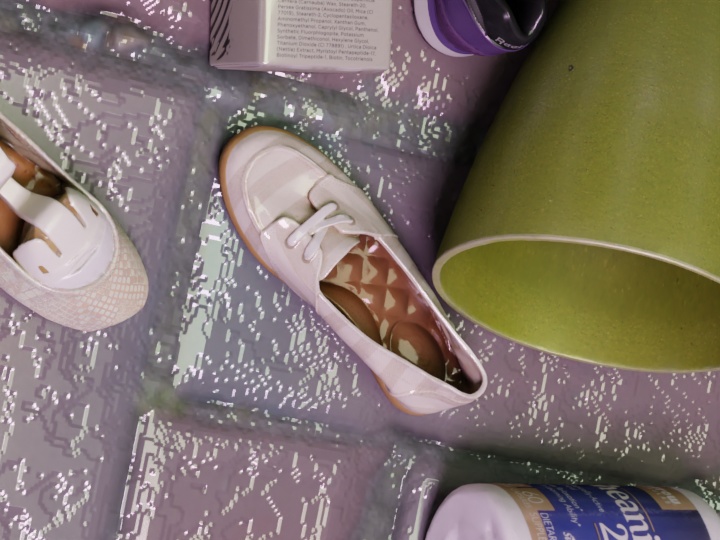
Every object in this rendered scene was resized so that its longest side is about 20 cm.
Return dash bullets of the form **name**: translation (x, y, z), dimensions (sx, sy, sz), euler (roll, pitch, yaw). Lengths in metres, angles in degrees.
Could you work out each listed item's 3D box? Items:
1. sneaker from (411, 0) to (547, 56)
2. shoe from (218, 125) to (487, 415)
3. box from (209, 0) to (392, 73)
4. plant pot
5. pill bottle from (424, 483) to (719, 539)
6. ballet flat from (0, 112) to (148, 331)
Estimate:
- **sneaker**: translation (0.069, -0.218, 1.257), dimensions (0.075, 0.087, 0.201), euler (-14, 100, -26)
- **shoe**: translation (0.000, 0.000, 1.256), dimensions (0.070, 0.053, 0.200), euler (-47, 112, -17)
- **box**: translation (-0.030, -0.205, 1.218), dimensions (0.082, 0.068, 0.202), euler (1, 93, -28)
- **plant pot**: translation (0.149, -0.071, 1.276), dimensions (0.186, 0.187, 0.201), euler (23, 68, -27)
- **pill bottle**: translation (0.143, 0.177, 1.311), dimensions (0.199, 0.111, 0.112), euler (4, 92, -28)
- **ballet flat**: translation (-0.176, -0.036, 1.157), dimensions (0.200, 0.062, 0.068), euler (43, 75, -24)
